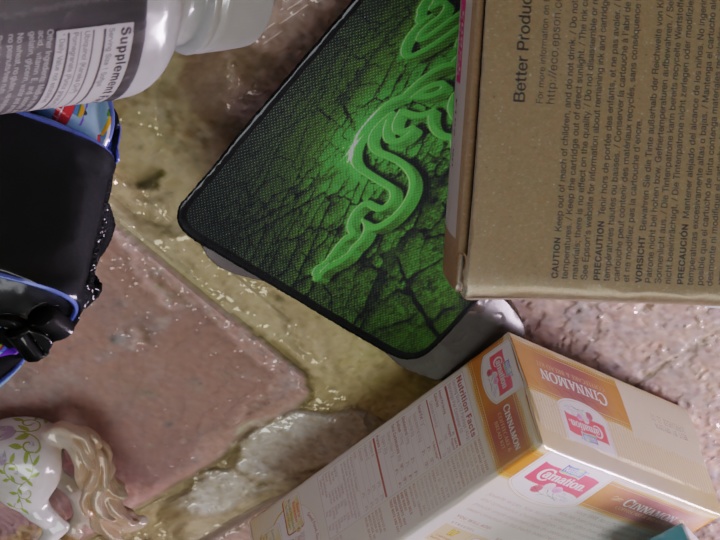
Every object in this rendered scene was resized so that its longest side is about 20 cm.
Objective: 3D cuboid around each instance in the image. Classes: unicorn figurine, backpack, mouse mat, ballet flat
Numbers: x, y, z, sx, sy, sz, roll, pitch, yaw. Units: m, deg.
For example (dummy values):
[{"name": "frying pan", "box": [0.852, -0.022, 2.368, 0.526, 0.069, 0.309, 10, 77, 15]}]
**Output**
[{"name": "unicorn figurine", "box": [-0.227, 0.119, 1.147, 0.200, 0.074, 0.137, -19, 133, -6]}, {"name": "backpack", "box": [-0.219, -0.019, 0.962, 0.182, 0.135, 0.200, 20, 153, -19]}, {"name": "mouse mat", "box": [0.031, -0.056, 0.991, 0.161, 0.008, 0.200, 31, 111, -29]}, {"name": "ballet flat", "box": [0.000, 0.000, 1.057, 0.200, 0.046, 0.067, 24, 113, -30]}]

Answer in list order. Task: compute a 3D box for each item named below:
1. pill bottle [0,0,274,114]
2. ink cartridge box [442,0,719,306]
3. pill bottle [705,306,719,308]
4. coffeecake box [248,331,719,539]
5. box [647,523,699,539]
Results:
[{"name": "pill bottle", "box": [-0.140, -0.119, 0.854, 0.200, 0.111, 0.111, -10, 139, -28]}, {"name": "ink cartridge box", "box": [0.123, -0.087, 0.886, 0.165, 0.075, 0.200, 3, 99, -4]}, {"name": "pill bottle", "box": [0.260, -0.020, 0.996, 0.200, 0.110, 0.110, 5, 133, -7]}, {"name": "coffeecake box", "box": [0.065, 0.133, 1.138, 0.153, 0.073, 0.200, 24, 130, -41]}, {"name": "box", "box": [0.187, 0.200, 1.163, 0.049, 0.082, 0.200, -26, 157, 8]}]
